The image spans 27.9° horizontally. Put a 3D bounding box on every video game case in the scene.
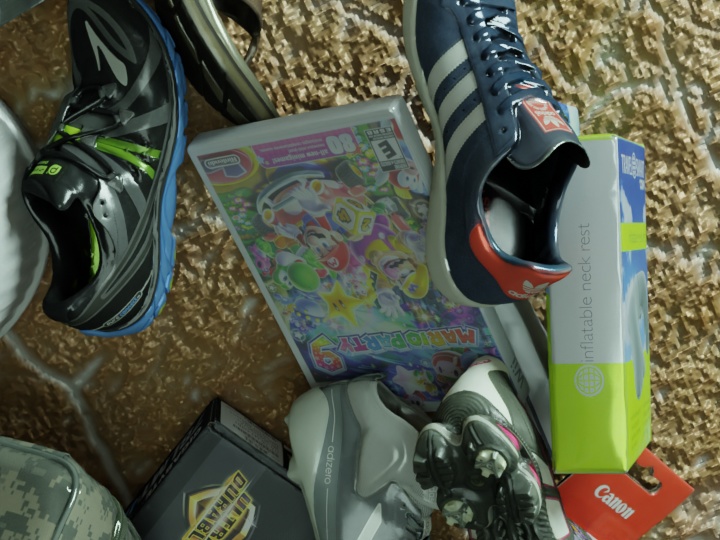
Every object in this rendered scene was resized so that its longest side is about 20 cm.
[{"bbox_3d":[0.000,0.000,0.828,0.142,0.018,0.201,-6,123,33],"label":"video game case"}]

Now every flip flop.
[{"bbox_3d":[-0.088,-0.165,0.810,0.057,0.081,0.202,-30,104,-17],"label":"flip flop"}]

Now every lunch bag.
[{"bbox_3d":[-0.220,0.181,0.830,0.197,0.168,0.141,8,64,21],"label":"lunch bag"}]

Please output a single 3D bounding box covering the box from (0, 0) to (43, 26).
[{"bbox_3d":[-0.267,-0.132,0.743,0.197,0.193,0.048,-13,104,0],"label":"box"}]

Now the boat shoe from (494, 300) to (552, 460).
[{"bbox_3d":[0.069,0.036,0.874,0.065,0.072,0.201,-26,108,15],"label":"boat shoe"}]

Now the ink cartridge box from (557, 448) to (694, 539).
[{"bbox_3d":[0.127,0.201,0.910,0.200,0.050,0.109,-45,131,8],"label":"ink cartridge box"}]

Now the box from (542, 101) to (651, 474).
[{"bbox_3d":[0.134,0.005,0.817,0.047,0.122,0.203,-1,92,18],"label":"box"}]

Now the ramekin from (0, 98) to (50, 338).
[{"bbox_3d":[-0.281,-0.021,0.819,0.197,0.105,0.203,-1,105,-3],"label":"ramekin"}]

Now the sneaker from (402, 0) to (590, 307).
[{"bbox_3d":[0.075,-0.084,0.735,0.074,0.084,0.203,-7,91,-35],"label":"sneaker"}]

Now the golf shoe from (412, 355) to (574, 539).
[{"bbox_3d":[0.093,0.144,0.817,0.076,0.088,0.202,-6,121,22],"label":"golf shoe"}]

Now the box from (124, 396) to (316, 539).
[{"bbox_3d":[-0.074,0.217,0.928,0.198,0.050,0.201,37,101,-11],"label":"box"}]

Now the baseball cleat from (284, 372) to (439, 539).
[{"bbox_3d":[0.020,0.161,0.847,0.105,0.070,0.202,-18,93,24],"label":"baseball cleat"}]

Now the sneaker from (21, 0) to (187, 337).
[{"bbox_3d":[-0.146,-0.063,0.808,0.082,0.070,0.203,0,93,-47],"label":"sneaker"}]
